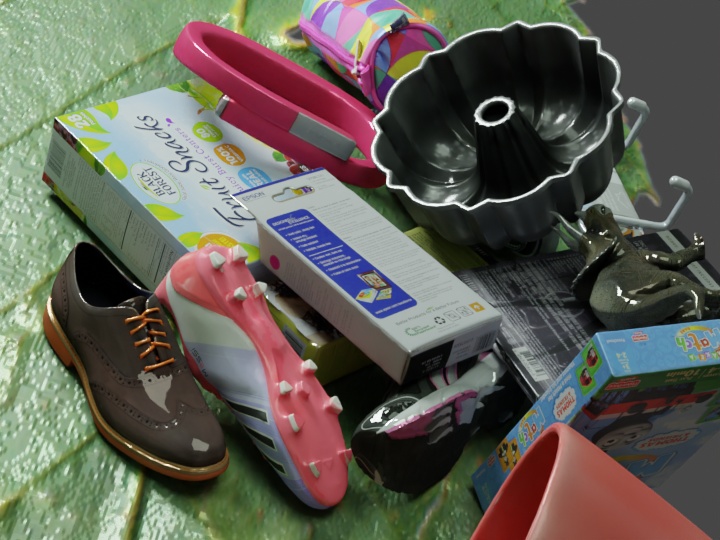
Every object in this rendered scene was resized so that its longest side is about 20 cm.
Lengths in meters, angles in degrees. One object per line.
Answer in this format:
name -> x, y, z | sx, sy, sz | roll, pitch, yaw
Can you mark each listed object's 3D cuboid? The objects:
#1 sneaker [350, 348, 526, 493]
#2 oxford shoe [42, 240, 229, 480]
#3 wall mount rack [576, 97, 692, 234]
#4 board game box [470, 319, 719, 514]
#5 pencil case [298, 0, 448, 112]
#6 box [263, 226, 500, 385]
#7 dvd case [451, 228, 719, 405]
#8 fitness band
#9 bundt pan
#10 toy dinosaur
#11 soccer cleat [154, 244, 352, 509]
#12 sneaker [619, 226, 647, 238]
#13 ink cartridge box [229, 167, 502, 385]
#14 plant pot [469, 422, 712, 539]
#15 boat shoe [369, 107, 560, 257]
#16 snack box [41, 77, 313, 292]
sneaker -> 0.045, 0.089, 1.403 | 0.086, 0.081, 0.199 | 29, 27, 24
oxford shoe -> -0.153, 0.061, 1.347 | 0.071, 0.073, 0.200 | -18, 51, -38
wall mount rack -> 0.181, -0.103, 1.669 | 0.172, 0.075, 0.201 | 10, 36, -24
board game box -> 0.181, 0.098, 1.335 | 0.150, 0.200, 0.037 | -6, 62, -27
pencil case -> 0.009, -0.193, 1.669 | 0.087, 0.089, 0.200 | 2, 19, -19
box -> 0.014, 0.023, 1.480 | 0.199, 0.050, 0.075 | -22, 53, -40
dvd case -> 0.182, 0.032, 1.439 | 0.198, 0.016, 0.149 | -11, 39, -21
fitness band -> -0.058, -0.130, 1.555 | 0.199, 0.038, 0.144 | 29, 17, -12
bundt pan -> 0.112, -0.096, 1.514 | 0.200, 0.076, 0.203 | -13, 45, 14
toy dinosaur -> 0.197, 0.019, 1.370 | 0.101, 0.078, 0.200 | -8, 24, -1
soccer cleat -> -0.074, 0.077, 1.359 | 0.066, 0.076, 0.201 | -16, 75, -56
sneaker -> 0.186, 0.033, 1.517 | 0.079, 0.079, 0.200 | 26, 34, 9
ink cartridge box -> 0.000, 0.000, 1.410 | 0.094, 0.037, 0.200 | -19, 49, -40
plant pot -> 0.149, 0.220, 1.195 | 0.176, 0.201, 0.201 | 28, 38, -2
boat shoe -> 0.078, -0.070, 1.610 | 0.090, 0.071, 0.201 | -8, 38, -28
snack box -> -0.116, -0.055, 1.507 | 0.168, 0.068, 0.200 | -20, 51, -40
